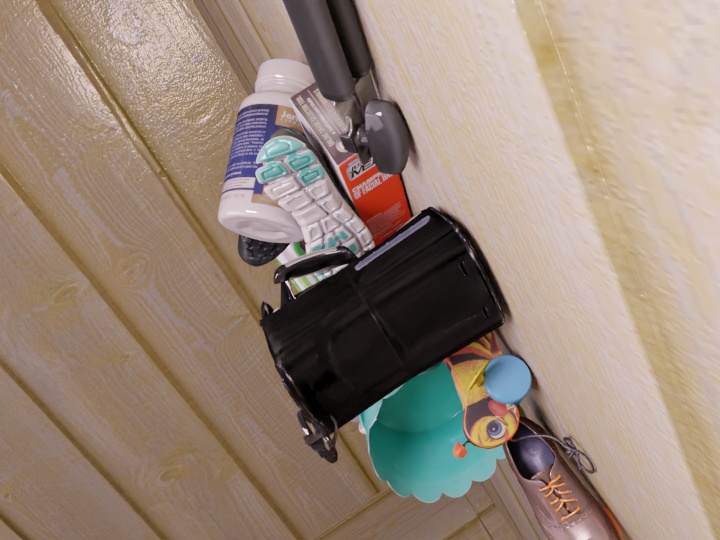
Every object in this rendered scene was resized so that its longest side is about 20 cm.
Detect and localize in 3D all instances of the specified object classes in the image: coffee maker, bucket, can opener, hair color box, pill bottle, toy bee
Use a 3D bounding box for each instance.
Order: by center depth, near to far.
[{"bbox_3d":[-0.005,-0.161,0.499,0.066,0.053,0.201,14,153,31],"label":"can opener"},{"bbox_3d":[0.026,0.053,0.574,0.193,0.199,0.135,58,180,42],"label":"coffee maker"},{"bbox_3d":[0.126,0.132,0.632,0.201,0.108,0.132,55,174,41],"label":"toy bee"},{"bbox_3d":[-0.002,-0.110,0.708,0.111,0.064,0.200,56,178,29],"label":"hair color box"},{"bbox_3d":[-0.100,-0.144,0.760,0.111,0.109,0.203,70,-152,-76],"label":"pill bottle"},{"bbox_3d":[0.093,0.180,0.833,0.209,0.206,0.135,59,-178,-23],"label":"bucket"}]

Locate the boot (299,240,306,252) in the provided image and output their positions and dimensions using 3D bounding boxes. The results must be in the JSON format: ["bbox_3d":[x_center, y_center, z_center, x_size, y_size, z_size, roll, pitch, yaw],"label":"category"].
[{"bbox_3d":[0.000,0.000,0.889,0.199,0.069,0.188,38,163,3],"label":"boot"}]

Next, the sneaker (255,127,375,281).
[{"bbox_3d":[-0.040,-0.068,0.669,0.092,0.077,0.201,-101,-13,-56],"label":"sneaker"}]

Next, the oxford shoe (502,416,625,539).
[{"bbox_3d":[0.204,0.240,0.652,0.073,0.071,0.201,44,-171,-49],"label":"oxford shoe"}]

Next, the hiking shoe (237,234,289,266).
[{"bbox_3d":[-0.129,-0.080,0.867,0.074,0.087,0.202,30,-130,-22],"label":"hiking shoe"}]

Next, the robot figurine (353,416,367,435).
[{"bbox_3d":[0.012,0.177,0.970,0.198,0.113,0.171,15,-129,-40],"label":"robot figurine"}]

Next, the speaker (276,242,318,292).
[{"bbox_3d":[-0.069,0.011,1.023,0.201,0.088,0.088,54,177,-7],"label":"speaker"}]
